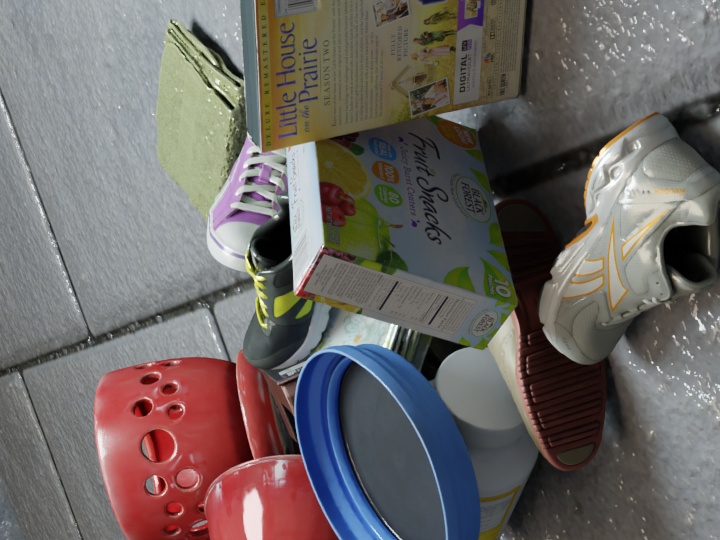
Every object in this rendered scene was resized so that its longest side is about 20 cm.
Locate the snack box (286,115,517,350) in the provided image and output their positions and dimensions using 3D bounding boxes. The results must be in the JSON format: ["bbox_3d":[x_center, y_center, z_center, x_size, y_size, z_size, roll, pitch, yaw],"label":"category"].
[{"bbox_3d":[0.023,-0.045,0.932,0.053,0.142,0.200,-58,25,35],"label":"snack box"}]

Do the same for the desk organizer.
[{"bbox_3d":[-0.041,0.118,1.253,0.200,0.072,0.077,180,67,-81],"label":"desk organizer"}]

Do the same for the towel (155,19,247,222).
[{"bbox_3d":[-0.164,-0.147,1.393,0.148,0.036,0.200,50,145,31],"label":"towel"}]

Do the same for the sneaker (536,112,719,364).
[{"bbox_3d":[0.178,0.003,0.857,0.092,0.076,0.200,45,145,30],"label":"sneaker"}]

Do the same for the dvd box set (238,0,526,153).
[{"bbox_3d":[0.018,-0.165,0.887,0.029,0.200,0.146,-131,32,-49],"label":"dvd box set"}]

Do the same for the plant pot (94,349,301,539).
[{"bbox_3d":[-0.163,0.182,1.412,0.200,0.182,0.200,-16,-90,-87],"label":"plant pot"}]

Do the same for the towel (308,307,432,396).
[{"bbox_3d":[0.000,0.000,1.112,0.200,0.048,0.171,28,101,51],"label":"towel"}]

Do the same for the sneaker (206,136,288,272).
[{"bbox_3d":[-0.086,-0.091,1.172,0.200,0.073,0.114,-84,8,-53],"label":"sneaker"}]

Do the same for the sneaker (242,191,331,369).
[{"bbox_3d":[-0.062,0.001,1.080,0.200,0.085,0.074,-60,41,33],"label":"sneaker"}]

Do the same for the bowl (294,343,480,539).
[{"bbox_3d":[0.019,0.149,1.025,0.201,0.039,0.201,35,135,44],"label":"bowl"}]

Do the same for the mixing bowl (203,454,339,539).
[{"bbox_3d":[-0.057,0.279,1.289,0.200,0.200,0.108,104,172,-47],"label":"mixing bowl"}]

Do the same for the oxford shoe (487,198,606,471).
[{"bbox_3d":[0.126,0.050,0.988,0.075,0.070,0.200,152,107,-65],"label":"oxford shoe"}]

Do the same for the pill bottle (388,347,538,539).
[{"bbox_3d":[0.080,0.154,1.082,0.112,0.112,0.200,51,147,30],"label":"pill bottle"}]

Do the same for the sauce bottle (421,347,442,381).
[{"bbox_3d":[0.013,0.048,1.180,0.200,0.065,0.065,46,144,40],"label":"sauce bottle"}]
